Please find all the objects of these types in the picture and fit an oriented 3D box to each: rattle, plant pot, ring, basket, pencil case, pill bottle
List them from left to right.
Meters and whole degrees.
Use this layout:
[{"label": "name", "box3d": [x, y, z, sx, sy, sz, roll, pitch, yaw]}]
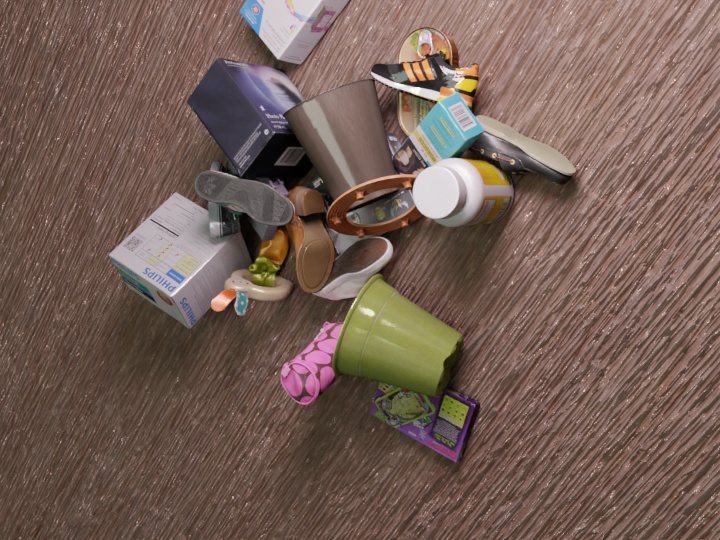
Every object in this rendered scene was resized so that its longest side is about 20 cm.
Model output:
[{"label": "rattle", "box3d": [-0.206, -0.002, 1.682, 0.130, 0.200, 0.143, 40, 114, 23]}, {"label": "pencil case", "box3d": [-0.075, 0.170, 1.617, 0.094, 0.200, 0.091, 47, 121, 2]}, {"label": "basket", "box3d": [-0.018, -0.215, 1.524, 0.201, 0.179, 0.136, 67, 163, -1]}, {"label": "ring", "box3d": [0.039, -0.106, 1.490, 0.200, 0.200, 0.019, -29, 63, 31]}, {"label": "plant pot", "box3d": [0.077, 0.136, 1.540, 0.189, 0.200, 0.201, 24, 107, 16]}, {"label": "pill bottle", "box3d": [0.170, -0.130, 1.432, 0.112, 0.200, 0.114, 4, 97, 32]}]

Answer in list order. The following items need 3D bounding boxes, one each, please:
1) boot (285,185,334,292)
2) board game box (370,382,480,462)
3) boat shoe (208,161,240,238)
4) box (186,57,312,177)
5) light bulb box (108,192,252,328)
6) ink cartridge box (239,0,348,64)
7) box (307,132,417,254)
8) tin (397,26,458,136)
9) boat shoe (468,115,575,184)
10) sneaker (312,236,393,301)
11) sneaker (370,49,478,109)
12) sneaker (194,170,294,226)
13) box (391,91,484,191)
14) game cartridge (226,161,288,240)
[{"label": "boot", "box3d": [-0.117, -0.062, 1.663, 0.155, 0.076, 0.202, -172, 73, -67]}, {"label": "board game box", "box3d": [0.118, 0.259, 1.605, 0.199, 0.032, 0.121, 26, 104, 29]}, {"label": "boat shoe", "box3d": [-0.273, -0.141, 1.738, 0.072, 0.070, 0.201, 103, 163, -50]}, {"label": "box", "box3d": [-0.189, -0.290, 1.644, 0.123, 0.200, 0.199, -47, 71, 27]}, {"label": "light bulb box", "box3d": [-0.368, -0.023, 1.768, 0.198, 0.200, 0.125, 29, 154, 27]}, {"label": "ink cartridge box", "box3d": [-0.118, -0.524, 1.645, 0.200, 0.084, 0.145, -47, 70, 25]}, {"label": "box", "box3d": [0.011, -0.143, 1.621, 0.199, 0.048, 0.159, -28, 79, 31]}, {"label": "tin", "box3d": [0.121, -0.333, 1.540, 0.111, 0.042, 0.202, 3, 97, 28]}, {"label": "boat shoe", "box3d": [0.269, -0.193, 1.442, 0.201, 0.073, 0.063, 33, 120, 27]}, {"label": "sneaker", "box3d": [0.000, 0.000, 1.626, 0.199, 0.084, 0.073, -28, 50, 37]}, {"label": "sneaker", "box3d": [0.115, -0.344, 1.487, 0.199, 0.070, 0.091, 23, 102, 24]}, {"label": "sneaker", "box3d": [-0.205, -0.135, 1.629, 0.199, 0.121, 0.084, 22, 98, 10]}, {"label": "box", "box3d": [0.128, -0.215, 1.471, 0.083, 0.049, 0.200, 56, 149, 7]}, {"label": "game cartridge", "box3d": [-0.211, -0.171, 1.727, 0.200, 0.038, 0.130, 56, 143, 32]}]
